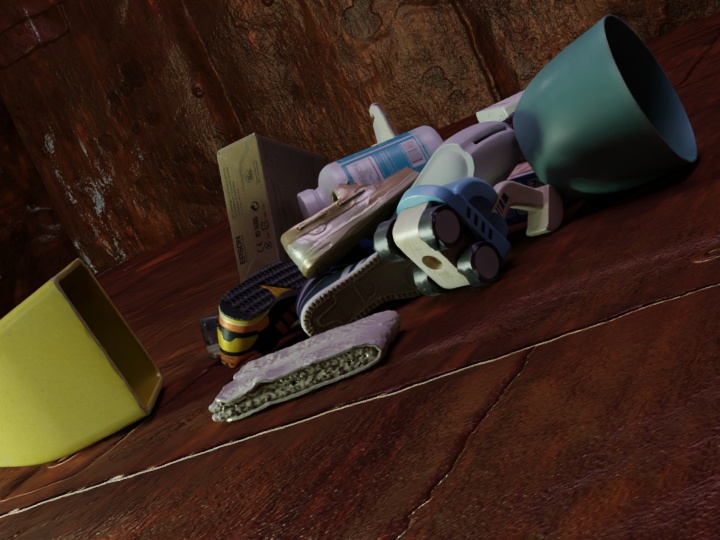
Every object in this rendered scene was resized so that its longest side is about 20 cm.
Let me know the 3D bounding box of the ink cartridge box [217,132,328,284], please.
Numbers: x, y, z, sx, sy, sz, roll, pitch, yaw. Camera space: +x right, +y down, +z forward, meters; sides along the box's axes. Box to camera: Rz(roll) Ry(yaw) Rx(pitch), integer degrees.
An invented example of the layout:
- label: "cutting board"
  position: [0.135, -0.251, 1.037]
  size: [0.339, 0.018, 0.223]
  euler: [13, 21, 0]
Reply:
- label: "ink cartridge box"
  position: [-0.102, -0.069, 1.824]
  size: [0.075, 0.200, 0.165]
  euler: [-22, -20, 30]

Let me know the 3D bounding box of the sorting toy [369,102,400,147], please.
- label: "sorting toy"
  position: [0.065, -0.255, 2.718]
  size: [0.107, 0.180, 0.200]
  euler: [-24, 8, 6]

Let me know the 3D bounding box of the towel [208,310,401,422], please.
- label: "towel"
  position: [-0.056, 0.096, 1.396]
  size: [0.200, 0.035, 0.133]
  euler: [-22, 9, 15]

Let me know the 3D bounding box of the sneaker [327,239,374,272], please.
- label: "sneaker"
  position: [0.000, 0.000, 1.735]
  size: [0.070, 0.078, 0.200]
  euler: [-12, -11, 19]

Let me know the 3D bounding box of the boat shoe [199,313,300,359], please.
- label: "boat shoe"
  position: [-0.113, 0.049, 1.737]
  size: [0.201, 0.066, 0.072]
  euler: [-25, 8, -2]

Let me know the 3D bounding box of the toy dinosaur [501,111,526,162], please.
- label: "toy dinosaur"
  position: [0.242, -0.182, 1.845]
  size: [0.135, 0.102, 0.200]
  euler: [10, -7, -21]

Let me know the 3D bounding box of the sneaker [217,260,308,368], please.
- label: "sneaker"
  position: [-0.113, 0.054, 1.646]
  size: [0.070, 0.090, 0.200]
  euler: [23, 27, 22]

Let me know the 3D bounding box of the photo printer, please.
- label: "photo printer"
  position: [0.114, -0.095, 1.647]
  size: [0.166, 0.069, 0.200]
  euler: [-27, -25, -57]

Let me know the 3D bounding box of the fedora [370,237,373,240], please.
- label: "fedora"
  position: [0.072, -0.091, 1.891]
  size: [0.200, 0.201, 0.082]
  euler: [-28, 48, -21]

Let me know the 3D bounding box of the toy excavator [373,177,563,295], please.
- label: "toy excavator"
  position: [0.138, -0.059, 1.522]
  size: [0.100, 0.194, 0.200]
  euler: [-15, 41, 51]

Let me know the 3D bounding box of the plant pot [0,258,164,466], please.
- label: "plant pot"
  position: [-0.383, 0.130, 1.638]
  size: [0.200, 0.194, 0.196]
  euler: [-34, 8, 2]

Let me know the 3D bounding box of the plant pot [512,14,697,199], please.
- label: "plant pot"
  position: [0.282, -0.179, 1.614]
  size: [0.161, 0.201, 0.201]
  euler: [-30, 5, 28]

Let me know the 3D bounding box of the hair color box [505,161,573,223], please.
- label: "hair color box"
  position: [0.212, -0.106, 1.789]
  size: [0.100, 0.061, 0.200]
  euler: [-31, 11, -36]

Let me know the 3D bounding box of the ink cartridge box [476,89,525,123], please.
- label: "ink cartridge box"
  position: [0.347, -0.316, 2.619]
  size: [0.200, 0.083, 0.146]
  euler: [-26, 9, -14]

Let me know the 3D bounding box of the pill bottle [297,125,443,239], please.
- label: "pill bottle"
  position: [0.021, -0.106, 1.766]
  size: [0.200, 0.111, 0.111]
  euler: [-23, 8, -8]

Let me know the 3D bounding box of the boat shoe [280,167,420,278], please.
- label: "boat shoe"
  position: [-0.011, -0.074, 1.614]
  size: [0.200, 0.069, 0.074]
  euler: [-38, -16, -26]

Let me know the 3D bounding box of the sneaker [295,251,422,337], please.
- label: "sneaker"
  position: [0.009, 0.013, 1.601]
  size: [0.200, 0.070, 0.108]
  euler: [-29, 11, -10]
